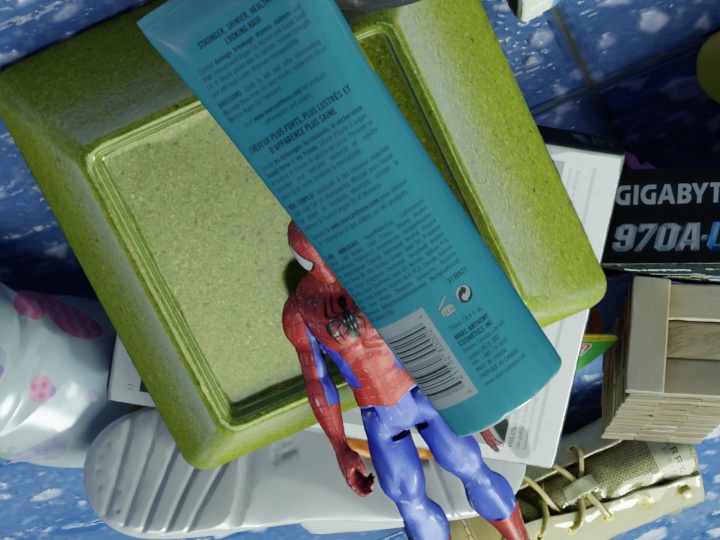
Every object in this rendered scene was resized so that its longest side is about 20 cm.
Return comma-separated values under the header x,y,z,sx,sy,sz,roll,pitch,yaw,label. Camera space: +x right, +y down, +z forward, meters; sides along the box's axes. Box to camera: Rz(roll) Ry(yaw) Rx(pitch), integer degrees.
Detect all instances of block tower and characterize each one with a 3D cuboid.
x,y,z,sx,sy,sz,roll,pitch,yaw,label
0.149,0.047,1.291,0.057,0.054,0.200,3,171,3,block tower

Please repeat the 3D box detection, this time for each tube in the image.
x,y,z,sx,sy,sz,roll,pitch,yaw,label
0.000,-0.030,1.014,0.077,0.050,0.200,-31,100,22,tube

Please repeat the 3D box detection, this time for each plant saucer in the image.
x,y,z,sx,sy,sz,roll,pitch,yaw,label
-0.023,-0.025,1.091,0.199,0.048,0.200,-23,111,8,plant saucer

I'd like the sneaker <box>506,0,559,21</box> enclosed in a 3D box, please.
x,y,z,sx,sy,sz,roll,pitch,yaw,label
0.080,-0.179,1.003,0.089,0.079,0.200,-26,154,-7,sneaker

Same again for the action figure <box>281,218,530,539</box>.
x,y,z,sx,sy,sz,roll,pitch,yaw,label
0.020,0.062,1.079,0.065,0.052,0.201,-24,109,12,action figure

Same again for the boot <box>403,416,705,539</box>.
x,y,z,sx,sy,sz,roll,pitch,yaw,label
0.101,0.118,1.398,0.155,0.073,0.200,-22,169,4,boot

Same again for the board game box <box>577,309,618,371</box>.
x,y,z,sx,sy,sz,roll,pitch,yaw,label
0.041,0.058,1.314,0.095,0.030,0.200,-1,162,-25,board game box

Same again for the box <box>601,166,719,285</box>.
x,y,z,sx,sy,sz,roll,pitch,yaw,label
0.227,-0.016,1.185,0.199,0.046,0.159,-1,174,40,box

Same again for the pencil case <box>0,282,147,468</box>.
x,y,z,sx,sy,sz,roll,pitch,yaw,label
-0.115,0.055,1.225,0.199,0.084,0.090,12,177,-38,pencil case

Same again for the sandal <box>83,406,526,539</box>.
x,y,z,sx,sy,sz,roll,pitch,yaw,label
-0.028,0.081,1.209,0.205,0.080,0.059,-4,172,-17,sandal

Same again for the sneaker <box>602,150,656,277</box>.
x,y,z,sx,sy,sz,roll,pitch,yaw,label
0.067,-0.002,1.223,0.199,0.096,0.079,-2,141,-25,sneaker

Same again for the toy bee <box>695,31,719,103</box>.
x,y,z,sx,sy,sz,roll,pitch,yaw,label
0.223,-0.096,1.168,0.130,0.109,0.200,4,174,-10,toy bee

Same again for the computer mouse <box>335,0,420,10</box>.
x,y,z,sx,sy,sz,roll,pitch,yaw,label
-0.043,-0.159,0.986,0.199,0.053,0.139,18,135,-26,computer mouse

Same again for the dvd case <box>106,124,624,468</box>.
x,y,z,sx,sy,sz,roll,pitch,yaw,label
0.000,0.000,1.141,0.199,0.025,0.151,9,112,-6,dvd case
